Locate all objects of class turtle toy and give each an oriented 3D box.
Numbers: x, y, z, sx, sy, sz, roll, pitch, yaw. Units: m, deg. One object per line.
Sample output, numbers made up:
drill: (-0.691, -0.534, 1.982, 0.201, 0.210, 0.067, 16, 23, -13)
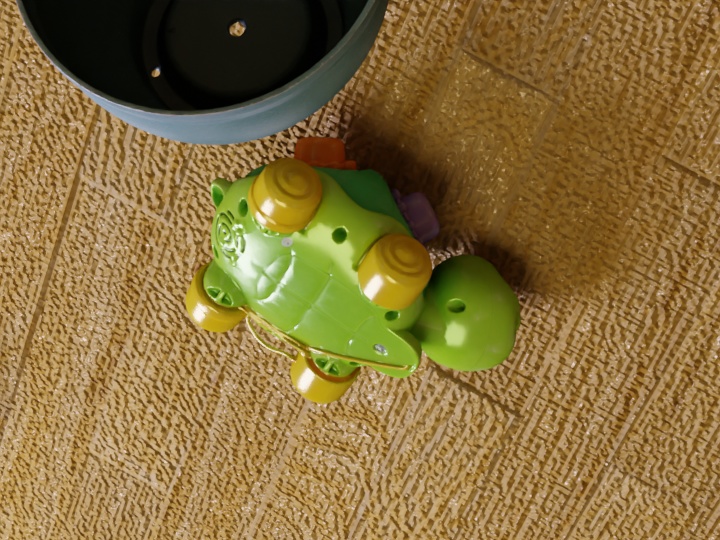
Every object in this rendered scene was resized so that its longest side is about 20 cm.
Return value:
turtle toy: (0.000, 0.000, 1.666, 0.200, 0.101, 0.146, 34, 139, -3)

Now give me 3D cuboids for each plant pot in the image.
plant pot: (-0.073, -0.149, 1.522, 0.200, 0.201, 0.134, 19, 164, 14)
